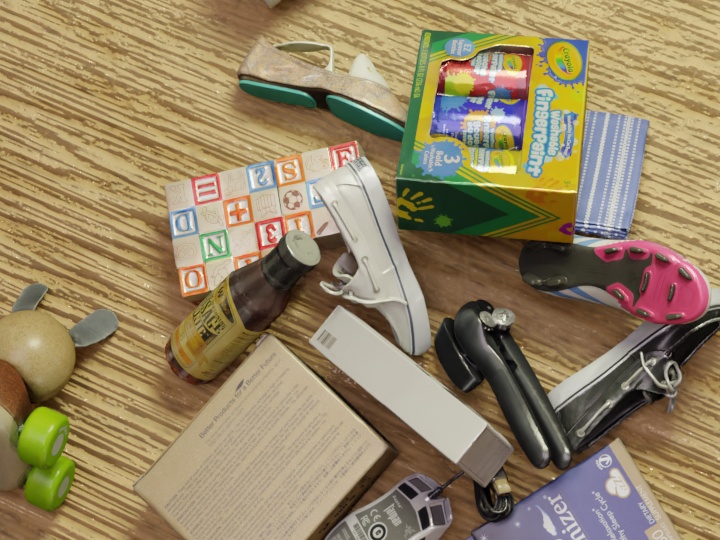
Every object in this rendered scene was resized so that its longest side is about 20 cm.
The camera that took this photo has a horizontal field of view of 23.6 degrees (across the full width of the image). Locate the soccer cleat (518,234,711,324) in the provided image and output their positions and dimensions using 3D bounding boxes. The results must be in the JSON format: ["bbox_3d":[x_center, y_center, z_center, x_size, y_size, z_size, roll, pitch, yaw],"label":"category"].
[{"bbox_3d":[0.242,0.002,1.581,0.198,0.086,0.071,14,99,36],"label":"soccer cleat"}]

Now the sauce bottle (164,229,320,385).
[{"bbox_3d":[-0.111,0.033,1.631,0.200,0.066,0.066,-45,72,34],"label":"sauce bottle"}]

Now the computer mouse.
[{"bbox_3d":[0.050,0.231,1.618,0.199,0.044,0.110,-35,56,6],"label":"computer mouse"}]

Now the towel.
[{"bbox_3d":[0.170,-0.099,1.650,0.198,0.024,0.146,8,56,11],"label":"towel"}]

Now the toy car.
[{"bbox_3d":[-0.330,0.103,1.694,0.163,0.159,0.201,21,55,10],"label":"toy car"}]

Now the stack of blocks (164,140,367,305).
[{"bbox_3d":[-0.083,-0.045,1.690,0.198,0.059,0.117,-13,78,8],"label":"stack of blocks"}]

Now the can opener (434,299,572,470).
[{"bbox_3d":[0.141,0.106,1.601,0.201,0.063,0.079,55,136,35],"label":"can opener"}]

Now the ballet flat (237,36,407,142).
[{"bbox_3d":[-0.026,-0.188,1.705,0.198,0.068,0.068,19,77,12],"label":"ballet flat"}]

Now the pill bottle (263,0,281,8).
[{"bbox_3d":[-0.043,-0.362,1.715,0.199,0.113,0.113,-39,75,2],"label":"pill bottle"}]

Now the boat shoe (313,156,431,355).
[{"bbox_3d":[0.001,0.001,1.616,0.085,0.075,0.204,-24,115,-9],"label":"boat shoe"}]

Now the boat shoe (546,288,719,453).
[{"bbox_3d":[0.264,0.095,1.583,0.198,0.074,0.068,-33,58,4],"label":"boat shoe"}]

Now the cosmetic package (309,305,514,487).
[{"bbox_3d":[0.047,0.115,1.596,0.200,0.083,0.051,38,85,32],"label":"cosmetic package"}]

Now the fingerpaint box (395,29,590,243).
[{"bbox_3d":[0.126,-0.130,1.610,0.165,0.074,0.201,5,51,8],"label":"fingerpaint box"}]

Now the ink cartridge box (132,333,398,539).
[{"bbox_3d":[-0.089,0.190,1.639,0.165,0.075,0.200,42,90,16],"label":"ink cartridge box"}]

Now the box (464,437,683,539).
[{"bbox_3d":[0.189,0.260,1.596,0.199,0.032,0.122,-33,76,4],"label":"box"}]
